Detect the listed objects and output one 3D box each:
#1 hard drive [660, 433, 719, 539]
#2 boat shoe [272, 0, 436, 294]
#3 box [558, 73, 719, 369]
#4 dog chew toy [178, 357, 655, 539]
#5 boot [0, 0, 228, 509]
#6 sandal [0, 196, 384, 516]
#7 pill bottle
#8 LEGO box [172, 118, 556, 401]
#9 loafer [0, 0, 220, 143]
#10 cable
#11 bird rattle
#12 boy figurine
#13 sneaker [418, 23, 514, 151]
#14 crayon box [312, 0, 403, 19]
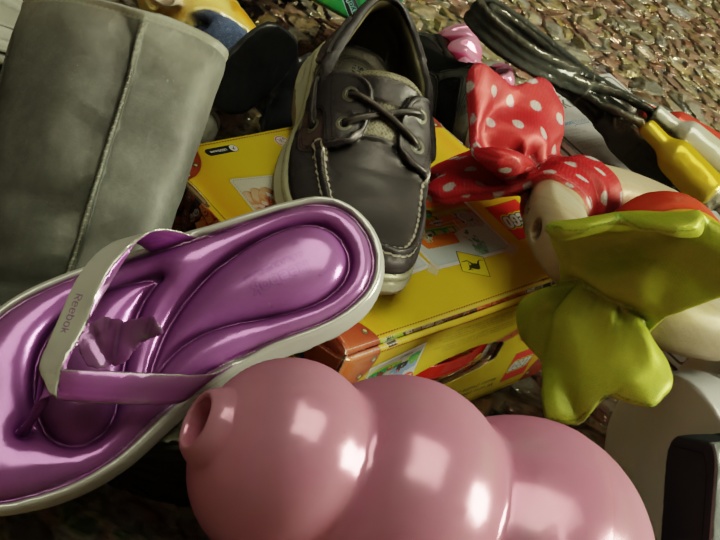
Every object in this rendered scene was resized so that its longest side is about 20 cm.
[{"bbox_3d":[0.217,0.141,0.732,0.199,0.141,0.033,1,3,-33],"label":"hard drive"},{"bbox_3d":[0.003,-0.068,0.782,0.071,0.065,0.201,19,34,-13],"label":"boat shoe"},{"bbox_3d":[0.173,-0.035,0.998,0.116,0.060,0.200,-12,49,-44],"label":"box"},{"bbox_3d":[0.019,0.098,0.633,0.199,0.125,0.125,28,30,-24],"label":"dog chew toy"},{"bbox_3d":[-0.093,-0.011,0.709,0.181,0.073,0.201,21,58,-9],"label":"boot"},{"bbox_3d":[-0.081,0.019,0.629,0.202,0.050,0.083,-30,73,-20],"label":"sandal"},{"bbox_3d":[0.223,0.087,0.819,0.199,0.113,0.113,-3,43,-36],"label":"pill bottle"},{"bbox_3d":[0.000,0.000,0.818,0.199,0.077,0.149,-15,52,-45],"label":"LEGO box"},{"bbox_3d":[-0.172,-0.101,0.862,0.199,0.070,0.070,24,70,-12],"label":"loafer"},{"bbox_3d":[0.150,-0.104,0.942,0.200,0.050,0.097,42,30,-10],"label":"cable"},{"bbox_3d":[0.119,-0.009,0.775,0.162,0.113,0.200,15,22,-25],"label":"bird rattle"},{"bbox_3d":[-0.078,-0.142,0.955,0.124,0.065,0.200,32,14,-34],"label":"boy figurine"},{"bbox_3d":[0.034,-0.104,0.974,0.095,0.080,0.200,9,17,-11],"label":"sneaker"},{"bbox_3d":[-0.043,-0.229,1.055,0.118,0.058,0.200,25,16,-23],"label":"crayon box"}]
